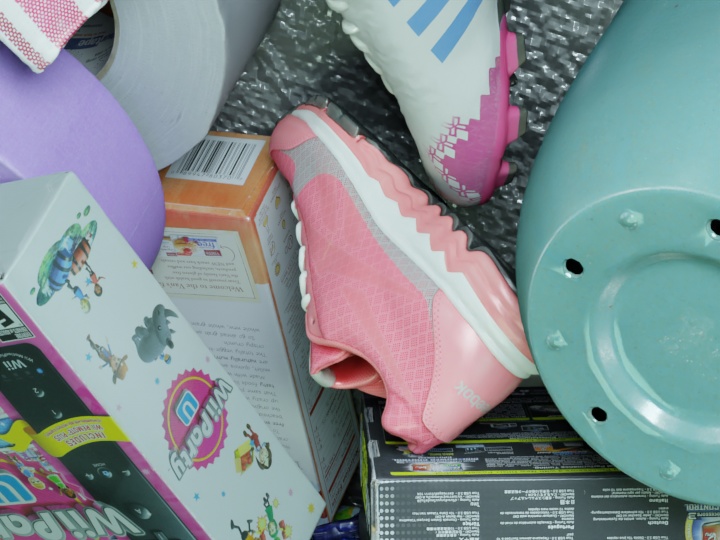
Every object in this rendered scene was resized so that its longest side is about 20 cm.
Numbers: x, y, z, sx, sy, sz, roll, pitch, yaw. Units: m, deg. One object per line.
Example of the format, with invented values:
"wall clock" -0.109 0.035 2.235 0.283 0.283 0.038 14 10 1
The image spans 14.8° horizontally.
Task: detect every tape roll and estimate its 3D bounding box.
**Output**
"tape roll" -0.184 -0.031 1.157 0.199 0.066 0.201 15 141 13
"tape roll" -0.133 -0.130 1.126 0.199 0.066 0.201 15 139 14

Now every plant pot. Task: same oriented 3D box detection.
"plant pot" 0.147 -0.009 0.995 0.200 0.161 0.201 15 125 22

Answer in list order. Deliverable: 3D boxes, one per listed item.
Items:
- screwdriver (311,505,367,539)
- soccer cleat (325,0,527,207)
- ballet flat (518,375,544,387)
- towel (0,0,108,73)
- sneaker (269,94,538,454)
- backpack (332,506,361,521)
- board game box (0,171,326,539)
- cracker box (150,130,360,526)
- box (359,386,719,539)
"screwdriver" -0.037 0.126 1.276 0.199 0.028 0.029 -10 103 13
"soccer cleat" 0.019 -0.106 1.054 0.086 0.070 0.201 -4 134 -4
"ballet flat" 0.068 0.065 1.234 0.065 0.071 0.200 -28 122 14
"towel" -0.103 -0.185 1.007 0.200 0.030 0.146 -42 99 18
"sneaker" 0.000 0.000 1.108 0.074 0.087 0.200 41 -176 -39
"backpack" 0.026 0.204 1.345 0.200 0.154 0.163 52 141 -1
"board game box" -0.129 0.060 1.129 0.147 0.064 0.200 -8 132 36
"cracker box" -0.083 0.025 1.263 0.133 0.058 0.201 7 135 20
"box" 0.100 0.083 1.109 0.199 0.160 0.045 -1 101 -2
